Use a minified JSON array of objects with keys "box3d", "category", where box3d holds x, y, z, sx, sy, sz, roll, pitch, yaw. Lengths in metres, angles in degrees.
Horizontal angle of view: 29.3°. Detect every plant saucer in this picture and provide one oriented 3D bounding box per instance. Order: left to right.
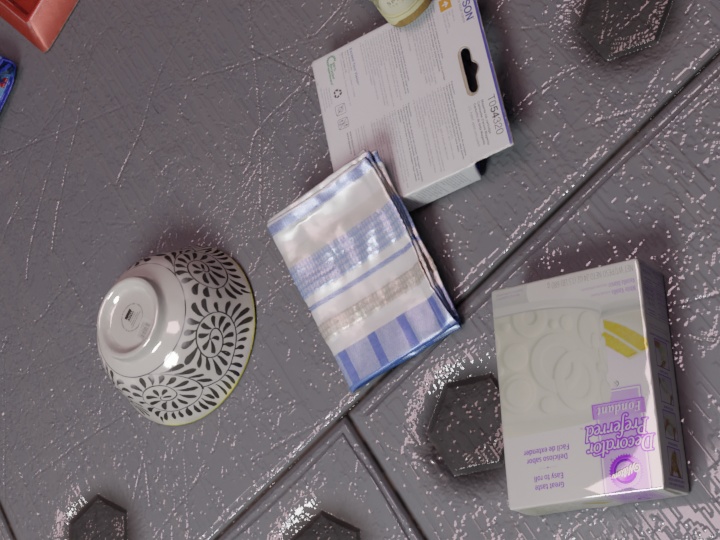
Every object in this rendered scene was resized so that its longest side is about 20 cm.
[{"box3d":[-0.419,-0.412,1.790,0.200,0.037,0.200,39,100,36],"category":"plant saucer"}]

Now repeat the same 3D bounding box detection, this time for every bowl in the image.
[{"box3d":[-0.219,0.060,1.476,0.200,0.094,0.201,-11,71,33],"category":"bowl"}]

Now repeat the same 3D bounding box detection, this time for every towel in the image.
[{"box3d":[0.000,0.000,1.352,0.147,0.024,0.200,-33,77,25],"category":"towel"}]

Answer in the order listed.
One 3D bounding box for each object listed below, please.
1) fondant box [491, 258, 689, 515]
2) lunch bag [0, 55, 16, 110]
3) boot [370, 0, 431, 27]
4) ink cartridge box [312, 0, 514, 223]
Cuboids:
[{"box3d":[0.197,0.103,1.198,0.144,0.058,0.200,-14,70,31],"category":"fondant box"},{"box3d":[-0.537,-0.217,1.796,0.150,0.094,0.200,21,77,38],"category":"lunch bag"},{"box3d":[-0.018,-0.344,1.401,0.072,0.155,0.200,-42,41,6],"category":"boot"},{"box3d":[0.055,-0.163,1.384,0.200,0.043,0.197,-23,63,25],"category":"ink cartridge box"}]
